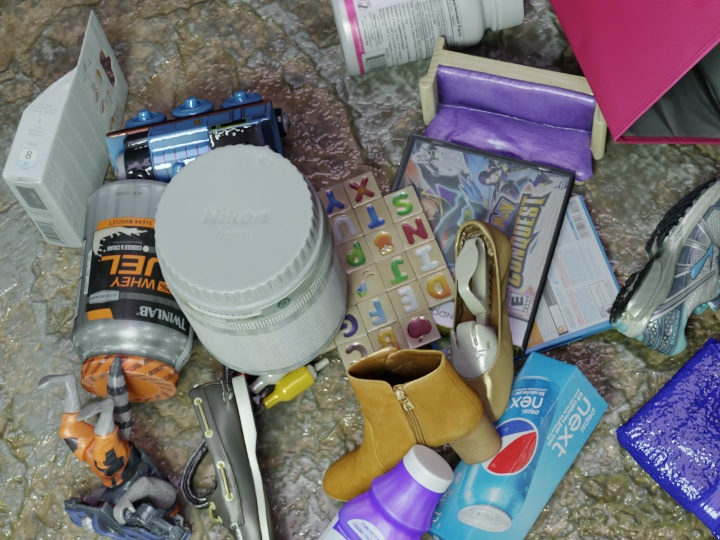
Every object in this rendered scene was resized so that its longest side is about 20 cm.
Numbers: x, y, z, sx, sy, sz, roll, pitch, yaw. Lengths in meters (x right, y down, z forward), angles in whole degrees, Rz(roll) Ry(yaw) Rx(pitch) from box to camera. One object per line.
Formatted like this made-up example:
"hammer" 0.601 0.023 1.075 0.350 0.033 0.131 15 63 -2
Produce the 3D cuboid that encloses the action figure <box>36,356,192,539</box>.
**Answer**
"action figure" -0.208 0.189 1.267 0.198 0.195 0.105 5 38 45

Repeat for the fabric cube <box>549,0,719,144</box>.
"fabric cube" 0.333 -0.262 1.337 0.198 0.196 0.201 -3 60 -36

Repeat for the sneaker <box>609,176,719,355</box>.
"sneaker" 0.325 -0.003 1.346 0.086 0.078 0.201 37 72 -4

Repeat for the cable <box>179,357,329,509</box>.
"cable" -0.124 0.135 1.340 0.097 0.050 0.201 37 75 7

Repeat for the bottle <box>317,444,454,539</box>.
"bottle" 0.010 0.247 1.226 0.083 0.065 0.201 41 109 16

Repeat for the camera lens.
"camera lens" -0.098 -0.005 1.261 0.157 0.201 0.162 -3 66 6

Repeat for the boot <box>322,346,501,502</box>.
"boot" 0.019 0.137 1.247 0.199 0.144 0.071 -19 39 26

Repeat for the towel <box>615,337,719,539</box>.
"towel" 0.356 0.173 1.271 0.147 0.050 0.200 -42 69 -11

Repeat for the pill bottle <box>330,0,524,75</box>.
"pill bottle" 0.069 -0.288 1.460 0.197 0.114 0.115 -14 66 0

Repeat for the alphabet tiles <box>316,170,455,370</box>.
"alphabet tiles" 0.000 0.000 1.360 0.164 0.006 0.202 -21 65 -3

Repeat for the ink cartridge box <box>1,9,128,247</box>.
"ink cartridge box" -0.304 -0.147 1.421 0.047 0.160 0.203 8 68 9

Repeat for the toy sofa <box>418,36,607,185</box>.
"toy sofa" 0.161 -0.166 1.415 0.197 0.083 0.099 13 68 12

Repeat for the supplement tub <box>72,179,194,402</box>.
"supplement tub" -0.223 0.022 1.363 0.120 0.123 0.203 -2 68 6

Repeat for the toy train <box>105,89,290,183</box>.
"toy train" -0.170 -0.128 1.416 0.197 0.088 0.115 -11 24 2

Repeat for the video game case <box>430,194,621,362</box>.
"video game case" 0.155 0.018 1.376 0.197 0.018 0.145 -19 67 -1

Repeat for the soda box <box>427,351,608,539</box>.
"soda box" 0.145 0.181 1.271 0.064 0.068 0.201 16 65 50

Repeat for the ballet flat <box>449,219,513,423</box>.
"ballet flat" 0.108 0.045 1.293 0.068 0.063 0.203 -14 60 29

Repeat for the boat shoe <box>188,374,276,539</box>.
"boat shoe" -0.119 0.205 1.288 0.060 0.072 0.204 -10 82 -4

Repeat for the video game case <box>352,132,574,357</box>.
"video game case" 0.106 -0.030 1.377 0.178 0.026 0.202 14 70 13
